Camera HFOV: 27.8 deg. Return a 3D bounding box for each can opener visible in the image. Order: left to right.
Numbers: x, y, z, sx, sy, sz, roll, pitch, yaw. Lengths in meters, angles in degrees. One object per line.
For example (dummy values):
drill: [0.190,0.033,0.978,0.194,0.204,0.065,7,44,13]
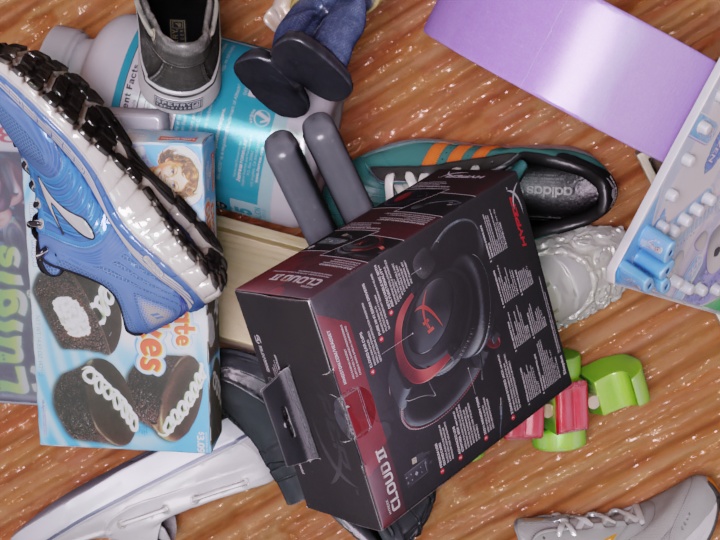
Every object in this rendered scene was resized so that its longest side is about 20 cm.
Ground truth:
can opener: [0.000,0.000,0.918,0.053,0.067,0.201,-23,121,5]

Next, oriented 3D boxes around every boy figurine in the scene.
boy figurine: [-0.009,-0.193,0.917,0.123,0.202,0.064,-13,138,44]

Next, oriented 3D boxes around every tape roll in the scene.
tape roll: [0.140,-0.130,0.895,0.198,0.200,0.066,29,101,0]

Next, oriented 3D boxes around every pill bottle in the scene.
pill bottle: [-0.116,-0.105,0.972,0.197,0.111,0.112,15,101,4]

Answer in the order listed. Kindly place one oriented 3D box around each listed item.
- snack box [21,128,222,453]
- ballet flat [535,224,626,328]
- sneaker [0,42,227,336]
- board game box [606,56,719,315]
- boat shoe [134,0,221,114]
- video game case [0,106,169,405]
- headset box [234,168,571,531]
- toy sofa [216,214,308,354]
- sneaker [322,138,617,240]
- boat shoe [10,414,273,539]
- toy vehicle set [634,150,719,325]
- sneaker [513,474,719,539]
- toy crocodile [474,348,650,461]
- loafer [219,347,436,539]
snack box: [-0.147,0.013,0.912,0.114,0.037,0.203,2,107,7]
ballet flat: [0.096,0.022,0.993,0.197,0.072,0.073,-14,98,8]
sneaker: [-0.168,-0.043,0.837,0.089,0.079,0.201,-37,98,13]
board game box: [0.245,-0.065,0.878,0.026,0.199,0.202,33,102,34]
boat shoe: [-0.117,-0.193,0.927,0.070,0.202,0.064,-5,143,-12]
video game case: [-0.210,-0.007,0.946,0.179,0.023,0.203,3,108,8]
headset box: [0.024,0.046,0.869,0.075,0.199,0.150,5,120,49]
toy sofa: [-0.105,0.007,1.012,0.197,0.098,0.084,15,77,4]
sneaker: [0.072,-0.052,0.965,0.197,0.080,0.072,-5,98,-2]
boat shoe: [-0.155,0.168,1.039,0.198,0.074,0.066,-27,91,10]
toy vehicle set: [0.286,-0.020,0.987,0.123,0.027,0.202,-28,96,9]
sneaker: [0.157,0.196,1.014,0.199,0.076,0.092,-40,89,9]
toy crocodile: [0.100,0.094,0.993,0.197,0.062,0.069,-6,99,-12]
loafer: [-0.035,0.127,0.999,0.200,0.068,0.071,38,59,-15]
